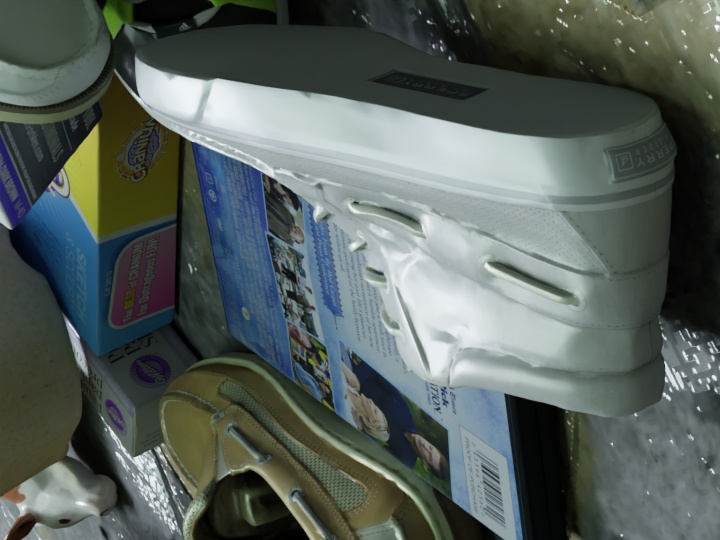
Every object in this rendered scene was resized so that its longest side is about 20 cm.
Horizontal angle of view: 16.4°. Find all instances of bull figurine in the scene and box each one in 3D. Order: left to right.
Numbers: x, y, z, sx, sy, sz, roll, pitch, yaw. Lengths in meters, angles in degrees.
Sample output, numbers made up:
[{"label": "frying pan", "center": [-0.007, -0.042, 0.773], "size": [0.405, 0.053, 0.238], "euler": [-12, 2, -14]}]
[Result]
[{"label": "bull figurine", "center": [-0.191, 0.041, 1.230], "size": [0.200, 0.065, 0.121], "euler": [48, 144, 18]}]

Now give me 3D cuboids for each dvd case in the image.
[{"label": "dvd case", "center": [0.000, 0.000, 0.875], "size": [0.200, 0.018, 0.143], "euler": [34, 141, 48]}]

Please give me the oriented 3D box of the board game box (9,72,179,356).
[{"label": "board game box", "center": [-0.130, -0.082, 1.019], "size": [0.153, 0.040, 0.200], "euler": [48, 151, 29]}]

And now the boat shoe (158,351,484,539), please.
[{"label": "boat shoe", "center": [-0.038, 0.082, 0.958], "size": [0.200, 0.076, 0.072], "euler": [16, 128, 58]}]

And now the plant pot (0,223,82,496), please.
[{"label": "plant pot", "center": [-0.229, 0.056, 1.066], "size": [0.200, 0.183, 0.201], "euler": [36, 139, 40]}]

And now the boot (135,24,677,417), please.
[{"label": "boot", "center": [0.008, -0.014, 0.746], "size": [0.200, 0.074, 0.096], "euler": [18, 119, 44]}]

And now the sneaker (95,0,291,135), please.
[{"label": "sneaker", "center": [-0.083, -0.129, 0.806], "size": [0.072, 0.083, 0.200], "euler": [-14, 105, 20]}]

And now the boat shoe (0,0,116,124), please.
[{"label": "boat shoe", "center": [-0.157, -0.127, 0.796], "size": [0.200, 0.075, 0.068], "euler": [40, 146, 8]}]

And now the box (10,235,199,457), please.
[{"label": "box", "center": [-0.138, -0.004, 1.112], "size": [0.200, 0.041, 0.039], "euler": [50, 152, 28]}]

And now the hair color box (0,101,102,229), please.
[{"label": "hair color box", "center": [-0.196, -0.106, 0.900], "size": [0.200, 0.065, 0.109], "euler": [29, 162, 15]}]
